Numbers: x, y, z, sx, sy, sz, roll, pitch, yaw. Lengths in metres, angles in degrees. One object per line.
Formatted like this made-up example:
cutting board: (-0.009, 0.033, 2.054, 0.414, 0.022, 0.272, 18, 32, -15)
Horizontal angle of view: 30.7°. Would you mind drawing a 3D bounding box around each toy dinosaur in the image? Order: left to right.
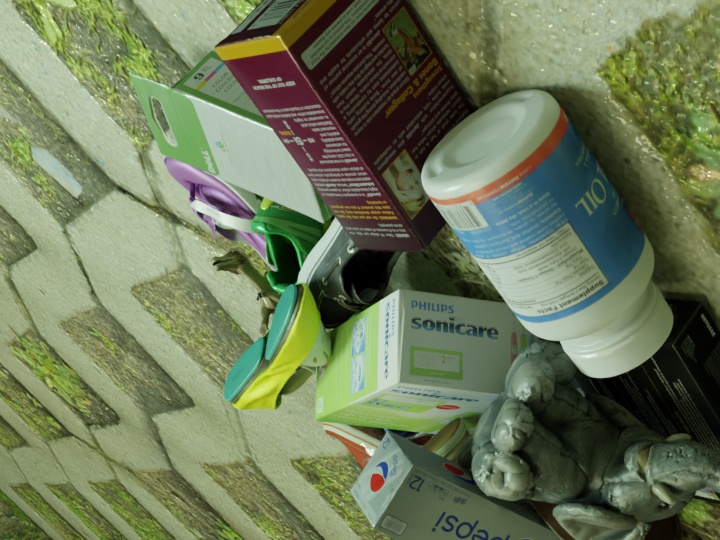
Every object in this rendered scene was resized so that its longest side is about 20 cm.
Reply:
toy dinosaur: (-0.068, 0.046, 1.314, 0.200, 0.058, 0.101, 48, -167, -43)

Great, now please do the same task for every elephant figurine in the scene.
elephant figurine: (0.192, 0.155, 1.016, 0.200, 0.142, 0.155, 24, -165, -1)

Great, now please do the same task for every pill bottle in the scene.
pill bottle: (0.141, -0.021, 0.945, 0.112, 0.112, 0.200, -2, 132, 54)

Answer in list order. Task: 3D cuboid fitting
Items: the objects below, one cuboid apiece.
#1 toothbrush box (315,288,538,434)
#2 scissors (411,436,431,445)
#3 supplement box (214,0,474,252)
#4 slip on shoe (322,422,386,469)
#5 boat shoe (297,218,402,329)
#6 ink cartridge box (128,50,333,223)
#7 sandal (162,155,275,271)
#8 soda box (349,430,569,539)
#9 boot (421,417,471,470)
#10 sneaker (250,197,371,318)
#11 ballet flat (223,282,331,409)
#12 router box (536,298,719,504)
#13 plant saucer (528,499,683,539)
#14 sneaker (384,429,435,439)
toothbrush box: (0.060, 0.087, 1.177, 0.145, 0.086, 0.200, 9, 161, -21)
scissors: (0.047, 0.178, 1.369, 0.073, 0.014, 0.200, 23, -175, -6)
supplement box: (0.002, -0.122, 0.970, 0.086, 0.110, 0.200, 3, 136, 51)
slip on shoe: (0.029, 0.209, 1.391, 0.200, 0.061, 0.074, 29, -168, 38)
boat shoe: (0.000, 0.000, 1.157, 0.200, 0.070, 0.066, -58, 40, 44)
ink cartridge box: (-0.101, -0.126, 1.157, 0.200, 0.059, 0.104, 24, 149, 30)
sandal: (-0.124, -0.045, 1.322, 0.203, 0.050, 0.082, 40, 154, -5)
soda box: (0.094, 0.208, 1.086, 0.200, 0.063, 0.068, 28, -173, -24)
boot: (0.106, 0.220, 1.186, 0.155, 0.072, 0.200, 49, 165, 13)
sneaker: (-0.050, 0.001, 1.262, 0.074, 0.084, 0.200, 11, 142, 44)
ballet flat: (-0.066, 0.075, 1.213, 0.067, 0.067, 0.200, 18, 143, -15)
router box: (0.250, 0.107, 1.069, 0.149, 0.051, 0.200, 4, 136, 53)
plant saucer: (0.212, 0.191, 1.150, 0.200, 0.200, 0.034, 40, 112, -1)
sneaker: (0.037, 0.132, 1.357, 0.200, 0.078, 0.075, 2, 135, 51)
